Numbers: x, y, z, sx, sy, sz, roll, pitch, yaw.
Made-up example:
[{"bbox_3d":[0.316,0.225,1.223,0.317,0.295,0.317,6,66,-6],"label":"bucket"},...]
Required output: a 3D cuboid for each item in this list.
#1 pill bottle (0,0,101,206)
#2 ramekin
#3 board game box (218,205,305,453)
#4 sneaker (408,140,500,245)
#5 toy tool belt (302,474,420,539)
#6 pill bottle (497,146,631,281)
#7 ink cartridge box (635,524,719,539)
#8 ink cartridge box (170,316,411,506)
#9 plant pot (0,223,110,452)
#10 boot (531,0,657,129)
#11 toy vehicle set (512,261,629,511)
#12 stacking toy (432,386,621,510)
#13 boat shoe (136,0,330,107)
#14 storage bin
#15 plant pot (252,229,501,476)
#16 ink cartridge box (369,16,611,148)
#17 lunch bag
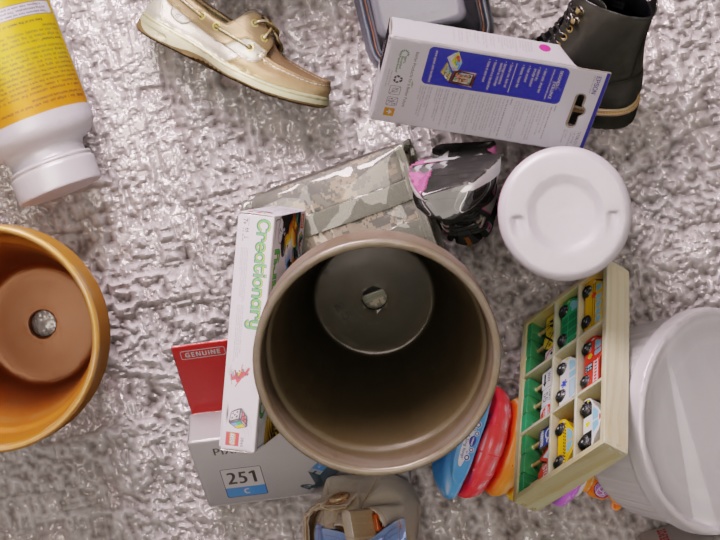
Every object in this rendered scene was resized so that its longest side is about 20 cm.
[{"bbox_3d":[-0.318,-0.167,1.541,0.111,0.111,0.201,-21,90,6],"label":"pill bottle"},{"bbox_3d":[0.283,0.134,1.466,0.202,0.094,0.204,3,85,-39],"label":"ramekin"},{"bbox_3d":[-0.084,0.047,1.412,0.034,0.126,0.201,6,96,10],"label":"board game box"},{"bbox_3d":[0.096,-0.062,1.468,0.080,0.200,0.087,-4,101,15],"label":"sneaker"},{"bbox_3d":[0.010,0.293,1.505,0.124,0.123,0.201,-9,104,8],"label":"toy tool belt"},{"bbox_3d":[0.179,-0.051,1.455,0.113,0.200,0.114,0,92,5],"label":"pill bottle"},{"bbox_3d":[0.360,0.262,1.478,0.199,0.147,0.083,-18,92,6],"label":"ink cartridge box"},{"bbox_3d":[-0.063,0.135,1.518,0.199,0.045,0.177,-8,129,5],"label":"ink cartridge box"},{"bbox_3d":[-0.318,0.056,1.514,0.199,0.183,0.201,0,93,5],"label":"plant pot"},{"bbox_3d":[0.163,-0.206,1.479,0.199,0.139,0.078,2,49,-4],"label":"boot"},{"bbox_3d":[0.186,0.100,1.440,0.026,0.201,0.124,27,136,-21],"label":"toy vehicle set"},{"bbox_3d":[0.173,0.180,1.525,0.199,0.110,0.117,20,91,-7],"label":"stacking toy"},{"bbox_3d":[-0.113,-0.215,1.540,0.199,0.074,0.067,25,100,4],"label":"boat shoe"},{"bbox_3d":[0.054,-0.290,1.491,0.145,0.134,0.201,-12,92,6],"label":"storage bin"},{"bbox_3d":[0.013,0.046,1.377,0.199,0.174,0.201,0,108,0],"label":"plant pot"},{"bbox_3d":[0.113,-0.163,1.450,0.199,0.037,0.095,10,134,-6],"label":"ink cartridge box"},{"bbox_3d":[0.000,0.000,1.518,0.163,0.118,0.201,-18,96,8],"label":"lunch bag"}]
